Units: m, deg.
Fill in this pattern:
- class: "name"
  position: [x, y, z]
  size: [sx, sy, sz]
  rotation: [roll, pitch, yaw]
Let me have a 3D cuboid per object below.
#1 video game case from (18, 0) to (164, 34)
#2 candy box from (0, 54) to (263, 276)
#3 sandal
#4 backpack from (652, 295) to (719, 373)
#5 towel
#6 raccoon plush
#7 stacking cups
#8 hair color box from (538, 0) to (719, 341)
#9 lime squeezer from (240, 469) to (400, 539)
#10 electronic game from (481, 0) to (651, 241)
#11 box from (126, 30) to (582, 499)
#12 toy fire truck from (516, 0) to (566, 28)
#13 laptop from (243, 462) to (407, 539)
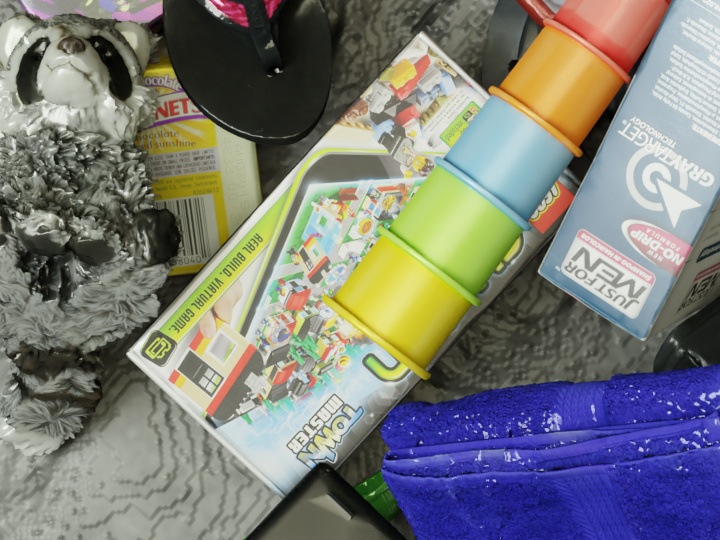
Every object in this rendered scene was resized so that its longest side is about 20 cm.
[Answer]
- class: "video game case"
  position: [-0.116, -0.219, 1.384]
  size: [0.181, 0.036, 0.200]
  rotation: [-35, 87, 0]
- class: "candy box"
  position: [-0.146, -0.042, 1.365]
  size: [0.199, 0.026, 0.103]
  rotation: [-6, 105, 0]
- class: "sandal"
  position: [-0.056, -0.155, 1.327]
  size: [0.075, 0.045, 0.201]
  rotation: [-7, 80, -5]
- class: "backpack"
  position: [0.258, 0.046, 1.286]
  size: [0.200, 0.154, 0.191]
  rotation: [25, 83, 39]
- class: "towel"
  position: [0.108, 0.116, 1.265]
  size: [0.050, 0.200, 0.148]
  rotation: [-42, 115, -43]
- class: "raccoon plush"
  position: [-0.147, -0.026, 1.332]
  size: [0.097, 0.200, 0.134]
  rotation: [13, 49, -21]
- class: "stacking cups"
  position: [0.066, -0.048, 1.295]
  size: [0.060, 0.061, 0.200]
  rotation: [38, 88, 3]
- class: "hair color box"
  position: [0.158, -0.076, 1.258]
  size: [0.060, 0.100, 0.200]
  rotation: [33, 114, 19]
- class: "lime squeezer"
  position: [0.022, 0.117, 1.368]
  size: [0.199, 0.038, 0.071]
  rotation: [3, 118, 0]
- class: "electronic game"
  position: [0.156, -0.089, 1.369]
  size: [0.199, 0.042, 0.201]
  rotation: [-1, 85, 9]
- class: "box"
  position: [0.000, 0.000, 1.343]
  size: [0.110, 0.035, 0.200]
  rotation: [42, 95, -1]
- class: "toy fire truck"
  position: [0.112, -0.228, 1.342]
  size: [0.200, 0.112, 0.168]
  rotation: [-41, 87, -2]
- class: "laptop"
  position: [-0.024, 0.228, 1.335]
  size: [0.187, 0.116, 0.200]
  rotation: [44, 77, 3]
